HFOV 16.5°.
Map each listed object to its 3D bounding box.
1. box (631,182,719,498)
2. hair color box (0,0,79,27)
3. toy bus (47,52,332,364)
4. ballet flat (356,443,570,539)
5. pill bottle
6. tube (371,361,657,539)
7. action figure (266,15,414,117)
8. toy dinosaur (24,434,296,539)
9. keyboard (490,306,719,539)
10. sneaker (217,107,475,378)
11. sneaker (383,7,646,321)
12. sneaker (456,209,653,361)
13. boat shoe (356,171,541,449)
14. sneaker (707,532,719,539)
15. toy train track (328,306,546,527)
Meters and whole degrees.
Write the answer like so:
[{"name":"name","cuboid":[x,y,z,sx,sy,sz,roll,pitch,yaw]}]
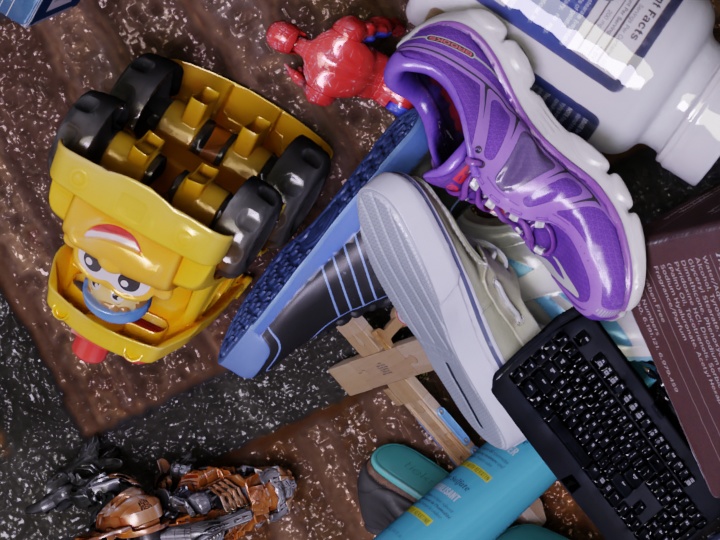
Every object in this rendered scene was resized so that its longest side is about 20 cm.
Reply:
[{"name":"box","cuboid":[0.279,0.017,1.382,0.200,0.166,0.165,-12,103,59]},{"name":"hair color box","cuboid":[-0.258,-0.230,1.514,0.200,0.100,0.061,33,108,3]},{"name":"toy bus","cuboid":[-0.127,-0.013,1.491,0.136,0.200,0.192,31,114,5]},{"name":"ballet flat","cuboid":[0.078,0.178,1.535,0.200,0.068,0.069,31,123,34]},{"name":"pill bottle","cuboid":[0.136,-0.139,1.450,0.200,0.111,0.111,34,106,2]},{"name":"tube","cuboid":[0.093,0.118,1.488,0.200,0.077,0.050,-41,118,-13]},{"name":"action figure","cuboid":[0.030,-0.112,1.508,0.200,0.099,0.065,22,103,-17]},{"name":"toy dinosaur","cuboid":[-0.142,0.158,1.552,0.200,0.136,0.103,5,88,-32]},{"name":"keyboard","cuboid":[0.164,0.098,1.457,0.104,0.040,0.200,-44,127,-5]},{"name":"sneaker","cuboid":[0.000,0.000,1.472,0.078,0.070,0.200,37,107,-14]},{"name":"sneaker","cuboid":[0.081,-0.049,1.393,0.200,0.083,0.081,53,145,6]},{"name":"sneaker","cuboid":[0.129,0.004,1.502,0.199,0.077,0.081,12,101,6]},{"name":"boat shoe","cuboid":[0.060,0.014,1.430,0.062,0.072,0.200,-40,126,-18]},{"name":"sneaker","cuboid":[0.269,0.152,1.520,0.199,0.070,0.082,-14,78,14]},{"name":"toy train track","cuboid":[0.050,0.082,1.547,0.200,0.033,0.115,50,150,-12]}]
